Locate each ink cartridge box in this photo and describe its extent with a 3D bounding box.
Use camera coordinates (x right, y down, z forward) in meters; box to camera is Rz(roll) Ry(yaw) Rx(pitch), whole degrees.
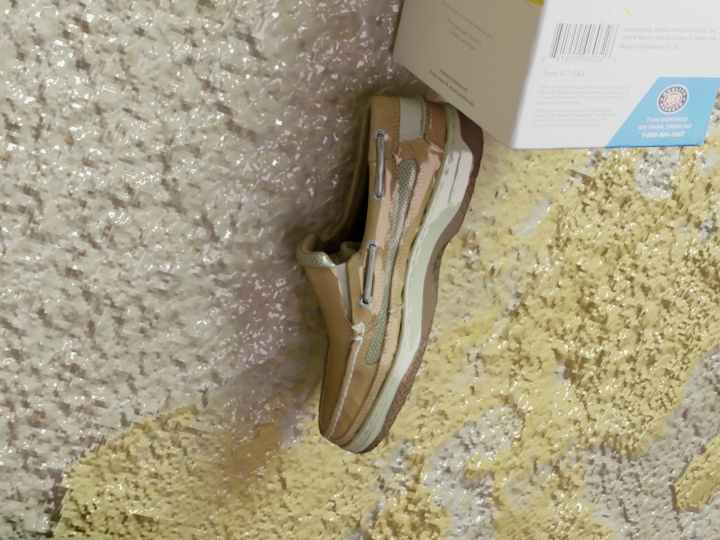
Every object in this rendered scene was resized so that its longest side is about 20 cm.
[{"bbox_3d":[0.117,-0.178,1.057,0.128,0.125,0.201,-2,117,-31],"label":"ink cartridge box"}]

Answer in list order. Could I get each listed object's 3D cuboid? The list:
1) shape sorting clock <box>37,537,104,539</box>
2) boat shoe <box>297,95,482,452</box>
[{"bbox_3d":[-0.160,0.240,1.125,0.198,0.039,0.202,-4,109,-12],"label":"shape sorting clock"},{"bbox_3d":[0.000,0.000,1.126,0.076,0.072,0.201,11,103,-21],"label":"boat shoe"}]
